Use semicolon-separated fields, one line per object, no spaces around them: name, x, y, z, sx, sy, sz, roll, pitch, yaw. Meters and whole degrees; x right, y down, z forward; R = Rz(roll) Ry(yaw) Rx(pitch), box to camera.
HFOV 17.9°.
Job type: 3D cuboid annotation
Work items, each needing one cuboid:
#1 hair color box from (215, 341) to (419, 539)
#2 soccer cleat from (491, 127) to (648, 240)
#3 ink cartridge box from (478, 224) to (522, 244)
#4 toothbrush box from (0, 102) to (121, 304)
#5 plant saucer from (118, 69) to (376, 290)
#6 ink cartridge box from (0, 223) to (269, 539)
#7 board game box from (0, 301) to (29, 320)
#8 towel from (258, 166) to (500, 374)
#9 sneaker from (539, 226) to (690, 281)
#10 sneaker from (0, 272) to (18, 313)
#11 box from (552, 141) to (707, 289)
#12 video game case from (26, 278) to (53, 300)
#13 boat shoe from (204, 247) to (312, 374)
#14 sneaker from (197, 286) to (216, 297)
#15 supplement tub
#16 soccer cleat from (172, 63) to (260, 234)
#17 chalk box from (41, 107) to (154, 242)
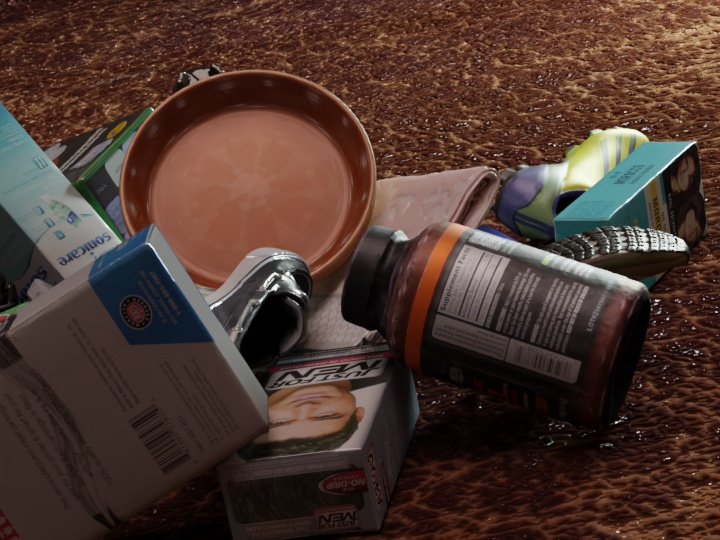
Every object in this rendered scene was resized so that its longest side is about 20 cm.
hair color box;-0.025;0.113;1.540;0.098;0.061;0.200;-8;18;12
soccer cleat;0.198;-0.070;1.988;0.084;0.065;0.200;33;37;30
ink cartridge box;0.073;0.012;1.824;0.199;0.042;0.119;-16;23;-22
toothbrush box;-0.307;-0.031;1.875;0.085;0.200;0.147;-32;-13;-51
plant saucer;-0.086;-0.063;1.763;0.199;0.201;0.032;-12;-27;-4
ink cartridge box;-0.179;0.087;1.470;0.199;0.146;0.084;-32;11;3
board game box;-0.220;0.095;1.658;0.095;0.030;0.200;-25;49;-37
towel;0.000;0.000;1.741;0.191;0.032;0.200;-54;25;-22
sneaker;0.147;0.029;1.641;0.199;0.089;0.077;-19;14;15
sneaker;-0.290;0.073;1.754;0.076;0.115;0.200;-15;19;-6
box;0.219;-0.035;1.824;0.049;0.083;0.200;0;21;29
video game case;-0.166;0.067;1.696;0.018;0.143;0.200;-59;23;1
boat shoe;-0.067;0.033;1.605;0.067;0.072;0.200;5;14;22
sneaker;-0.134;0.033;1.664;0.086;0.078;0.200;28;0;20
supplement tub;0.090;0.031;1.552;0.199;0.108;0.107;18;26;16
soccer cleat;-0.111;-0.076;1.842;0.064;0.084;0.201;-11;54;-4
chalk box;-0.211;-0.047;1.951;0.199;0.124;0.125;-16;25;40
